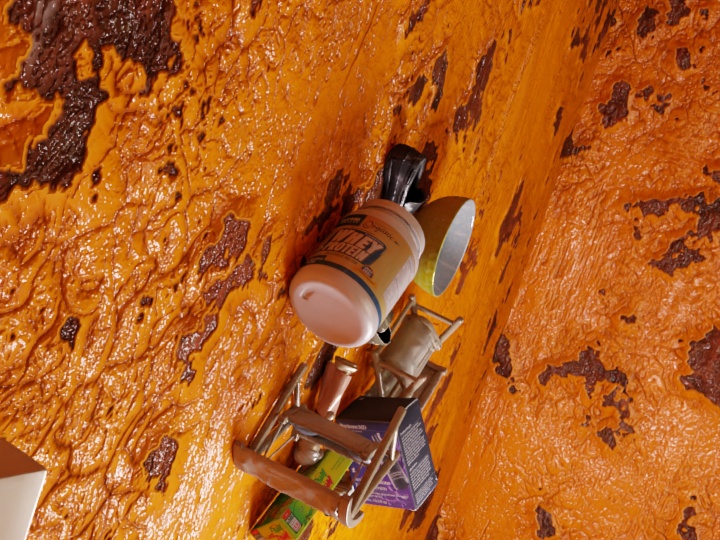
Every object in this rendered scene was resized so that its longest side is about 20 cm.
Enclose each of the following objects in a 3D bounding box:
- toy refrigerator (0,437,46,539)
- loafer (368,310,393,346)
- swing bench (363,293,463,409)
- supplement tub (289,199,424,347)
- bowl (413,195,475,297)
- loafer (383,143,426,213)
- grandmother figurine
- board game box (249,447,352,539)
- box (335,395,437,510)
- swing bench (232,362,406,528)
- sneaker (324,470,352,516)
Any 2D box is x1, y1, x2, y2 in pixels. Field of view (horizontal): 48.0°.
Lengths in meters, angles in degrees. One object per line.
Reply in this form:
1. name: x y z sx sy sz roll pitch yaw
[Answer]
1. toy refrigerator: -0.339 0.247 0.672 0.076 0.070 0.202 6 104 -63
2. loafer: 0.032 0.069 1.484 0.075 0.069 0.201 -56 158 -31
3. swing bench: 0.107 0.200 1.729 0.199 0.129 0.201 -51 160 -42
4. supplement tub: 0.000 0.000 1.210 0.200 0.144 0.145 -53 156 -39
5. bowl: 0.135 -0.060 1.567 0.201 0.107 0.201 -54 156 -37
6. loafer: 0.076 -0.125 1.396 0.068 0.070 0.202 -51 154 -40
7. grandmother figurine: -0.066 0.254 1.443 0.121 0.060 0.201 6 108 -84
8. board game box: -0.101 0.398 1.436 0.101 0.048 0.200 -36 -173 43
9. box: 0.054 0.365 1.634 0.104 0.147 0.202 -33 113 -51
10. swing bench: -0.062 0.282 1.262 0.200 0.198 0.130 -50 154 -41
11. sneaker: -0.056 0.473 1.672 0.088 0.075 0.200 -69 161 2
